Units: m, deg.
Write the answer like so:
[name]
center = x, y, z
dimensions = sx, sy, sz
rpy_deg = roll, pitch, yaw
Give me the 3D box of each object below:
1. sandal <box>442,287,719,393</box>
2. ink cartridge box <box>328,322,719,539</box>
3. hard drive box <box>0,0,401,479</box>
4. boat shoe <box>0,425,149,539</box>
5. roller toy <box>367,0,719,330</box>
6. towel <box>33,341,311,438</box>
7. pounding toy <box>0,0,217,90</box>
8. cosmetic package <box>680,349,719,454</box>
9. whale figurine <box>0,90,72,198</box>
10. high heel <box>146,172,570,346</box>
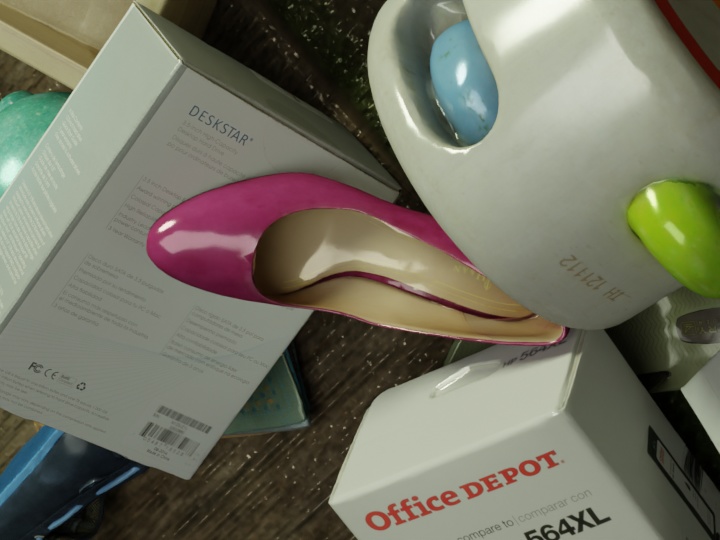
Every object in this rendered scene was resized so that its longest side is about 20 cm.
[sandal]
center = 0.128, 0.038, 0.815
dimensions = 0.200, 0.057, 0.080
rpy_deg = -16, 96, 28
[ink cartridge box]
center = 0.102, 0.139, 0.801
dimensions = 0.146, 0.084, 0.200
rpy_deg = -27, 112, 32
[hard drive box]
center = -0.101, -0.010, 0.825
dimensions = 0.200, 0.156, 0.077
rpy_deg = -52, 39, 11
[boat shoe]
center = -0.189, 0.146, 0.967
dimensions = 0.069, 0.084, 0.200
rpy_deg = 35, 138, -12
[roller toy]
center = 0.099, -0.074, 0.709
dimensions = 0.140, 0.200, 0.183
rpy_deg = -36, 98, 27
[towel]
center = -0.129, 0.034, 0.957
dimensions = 0.199, 0.022, 0.147
rpy_deg = -10, 97, 29
[pounding toy]
center = -0.155, -0.225, 0.854
dimensions = 0.199, 0.142, 0.185
rpy_deg = 29, 114, 4
[cosmetic package]
center = 0.254, 0.033, 0.713
dimensions = 0.200, 0.085, 0.108
rpy_deg = -50, 39, 22
[whale figurine]
center = -0.208, -0.032, 0.915
dimensions = 0.199, 0.104, 0.160
rpy_deg = -10, 73, 29
[high heel]
center = 0.000, 0.000, 0.753
dimensions = 0.199, 0.096, 0.068
rpy_deg = -2, 116, -9
